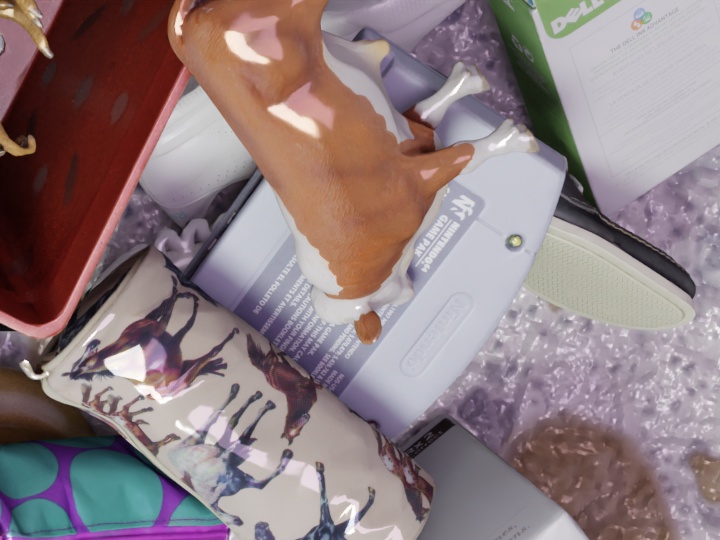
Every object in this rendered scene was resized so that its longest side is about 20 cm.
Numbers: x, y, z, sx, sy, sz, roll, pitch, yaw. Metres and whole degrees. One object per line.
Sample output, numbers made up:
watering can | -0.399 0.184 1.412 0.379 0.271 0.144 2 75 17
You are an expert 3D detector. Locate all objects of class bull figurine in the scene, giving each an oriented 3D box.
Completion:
bull figurine | -0.001 -0.061 1.141 0.121 0.065 0.200 -35 125 -1

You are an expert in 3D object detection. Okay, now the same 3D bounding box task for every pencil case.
pencil case | -0.059 0.075 1.202 0.200 0.078 0.090 41 70 -17
pencil case | -0.117 0.119 1.242 0.199 0.092 0.086 -2 101 -42

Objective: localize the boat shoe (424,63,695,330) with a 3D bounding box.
boat shoe | 0.087 -0.034 1.287 0.200 0.072 0.068 30 61 -19

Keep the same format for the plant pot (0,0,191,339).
plant pot | -0.192 -0.113 1.185 0.199 0.176 0.200 27 92 -17

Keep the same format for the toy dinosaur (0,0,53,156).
toy dinosaur | -0.184 -0.092 1.067 0.106 0.060 0.201 -28 105 -7

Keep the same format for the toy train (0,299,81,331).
toy train | -0.232 0.017 1.265 0.199 0.046 0.034 0 100 -15

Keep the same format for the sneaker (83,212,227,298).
sneaker | -0.034 0.016 1.292 0.199 0.075 0.081 -7 68 -12

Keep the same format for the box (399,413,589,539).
box | 0.029 0.198 1.287 0.199 0.200 0.131 -39 108 -5

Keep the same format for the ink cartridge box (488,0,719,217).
ink cartridge box | 0.122 -0.132 1.284 0.104 0.059 0.200 -33 135 -8

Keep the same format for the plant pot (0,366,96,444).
plant pot | -0.188 0.146 1.263 0.200 0.027 0.201 -11 107 -41

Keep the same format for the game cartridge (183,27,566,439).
game cartridge | 0.000 0.000 1.232 0.133 0.041 0.200 34 111 -10

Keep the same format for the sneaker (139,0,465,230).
sneaker | -0.023 -0.093 1.299 0.200 0.075 0.089 -30 121 -6
